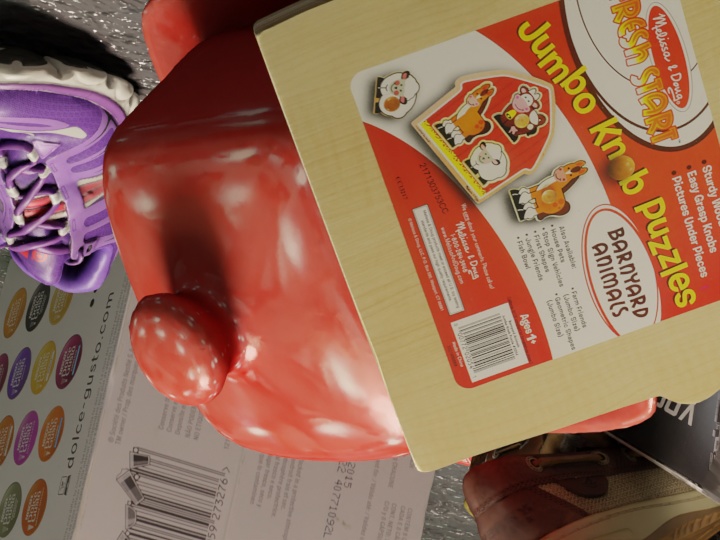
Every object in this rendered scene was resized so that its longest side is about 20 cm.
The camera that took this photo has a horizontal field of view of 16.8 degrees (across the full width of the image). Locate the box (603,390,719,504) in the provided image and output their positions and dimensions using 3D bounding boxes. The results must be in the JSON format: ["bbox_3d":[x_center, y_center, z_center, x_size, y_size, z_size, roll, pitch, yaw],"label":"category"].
[{"bbox_3d":[0.176,0.056,1.030,0.200,0.050,0.158,9,-163,-46],"label":"box"}]

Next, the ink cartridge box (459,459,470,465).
[{"bbox_3d":[0.121,0.128,1.524,0.176,0.045,0.200,9,163,15],"label":"ink cartridge box"}]

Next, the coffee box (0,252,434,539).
[{"bbox_3d":[-0.093,0.103,1.336,0.200,0.200,0.198,21,163,-27],"label":"coffee box"}]

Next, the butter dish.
[{"bbox_3d":[-0.023,-0.001,0.891,0.199,0.148,0.200,-4,115,47],"label":"butter dish"}]

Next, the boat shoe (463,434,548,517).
[{"bbox_3d":[0.106,0.098,1.167,0.072,0.068,0.200,36,166,-7],"label":"boat shoe"}]

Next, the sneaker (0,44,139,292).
[{"bbox_3d":[-0.137,-0.041,1.092,0.080,0.084,0.200,10,163,15],"label":"sneaker"}]

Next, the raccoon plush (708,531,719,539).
[{"bbox_3d":[0.227,0.130,1.075,0.097,0.200,0.134,46,157,-30],"label":"raccoon plush"}]

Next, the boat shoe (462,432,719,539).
[{"bbox_3d":[0.105,0.089,1.006,0.072,0.072,0.200,-43,161,31],"label":"boat shoe"}]

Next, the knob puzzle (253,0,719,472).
[{"bbox_3d":[0.085,-0.042,0.804,0.219,0.220,0.030,19,-157,-17],"label":"knob puzzle"}]
